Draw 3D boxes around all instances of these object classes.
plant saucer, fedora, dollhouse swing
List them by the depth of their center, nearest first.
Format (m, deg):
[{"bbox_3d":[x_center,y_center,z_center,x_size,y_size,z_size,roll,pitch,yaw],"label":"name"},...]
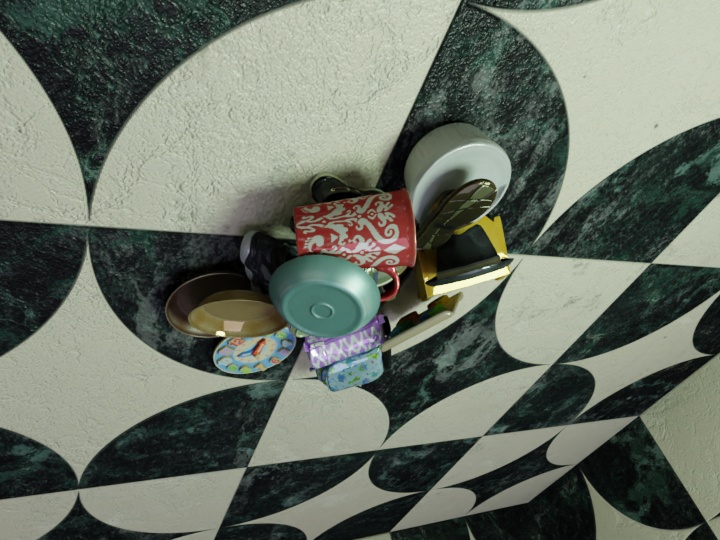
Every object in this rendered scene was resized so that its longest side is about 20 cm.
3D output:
[{"bbox_3d":[-0.064,0.057,0.947,0.194,0.036,0.203,3,136,3],"label":"plant saucer"},{"bbox_3d":[0.202,-0.034,1.079,0.196,0.094,0.201,-16,180,0],"label":"fedora"},{"bbox_3d":[-0.236,0.083,1.087,0.194,0.036,0.201,-3,154,-1],"label":"plant saucer"},{"bbox_3d":[-0.296,0.062,1.127,0.195,0.037,0.203,-14,142,-11],"label":"plant saucer"},{"bbox_3d":[0.210,-0.027,1.267,0.195,0.176,0.186,-15,100,-7],"label":"dollhouse swing"}]

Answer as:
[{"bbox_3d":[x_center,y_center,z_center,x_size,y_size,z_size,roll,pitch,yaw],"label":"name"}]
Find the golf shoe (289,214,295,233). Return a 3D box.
[{"bbox_3d":[-0.057,-0.053,1.075,0.196,0.079,0.095,11,132,-33],"label":"golf shoe"}]

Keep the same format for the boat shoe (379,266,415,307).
[{"bbox_3d":[0.059,0.029,1.238,0.070,0.061,0.203,4,135,-29],"label":"boat shoe"}]

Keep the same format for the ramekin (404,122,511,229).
[{"bbox_3d":[0.170,-0.177,1.024,0.197,0.095,0.205,-13,140,-11],"label":"ramekin"}]

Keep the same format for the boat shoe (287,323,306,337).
[{"bbox_3d":[-0.068,0.078,1.039,0.071,0.063,0.199,18,134,-41],"label":"boat shoe"}]

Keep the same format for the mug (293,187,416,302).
[{"bbox_3d":[-0.010,-0.042,0.941,0.194,0.182,0.134,-6,164,-5],"label":"mug"}]

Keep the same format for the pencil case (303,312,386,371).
[{"bbox_3d":[-0.037,0.156,1.268,0.196,0.085,0.086,-21,146,-4],"label":"pencil case"}]

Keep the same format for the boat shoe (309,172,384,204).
[{"bbox_3d":[-0.004,-0.120,1.035,0.198,0.064,0.074,15,127,-39],"label":"boat shoe"}]

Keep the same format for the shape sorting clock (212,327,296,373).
[{"bbox_3d":[-0.245,0.187,1.294,0.195,0.040,0.202,-13,141,-11],"label":"shape sorting clock"}]

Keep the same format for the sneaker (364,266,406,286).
[{"bbox_3d":[0.000,0.000,1.064,0.197,0.069,0.090,-26,162,18],"label":"sneaker"}]

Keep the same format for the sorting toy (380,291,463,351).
[{"bbox_3d":[0.141,0.108,1.261,0.183,0.037,0.200,-31,178,21],"label":"sorting toy"}]

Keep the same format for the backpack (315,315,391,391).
[{"bbox_3d":[-0.020,0.210,1.363,0.194,0.156,0.165,-2,140,1],"label":"backpack"}]

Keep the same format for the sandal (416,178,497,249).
[{"bbox_3d":[0.160,-0.106,0.988,0.080,0.056,0.200,9,147,-25],"label":"sandal"}]

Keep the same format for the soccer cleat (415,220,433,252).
[{"bbox_3d":[0.064,-0.050,1.128,0.197,0.070,0.085,-26,129,20],"label":"soccer cleat"}]

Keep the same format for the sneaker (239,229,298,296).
[{"bbox_3d":[-0.154,0.011,1.067,0.111,0.076,0.202,10,142,20],"label":"sneaker"}]
